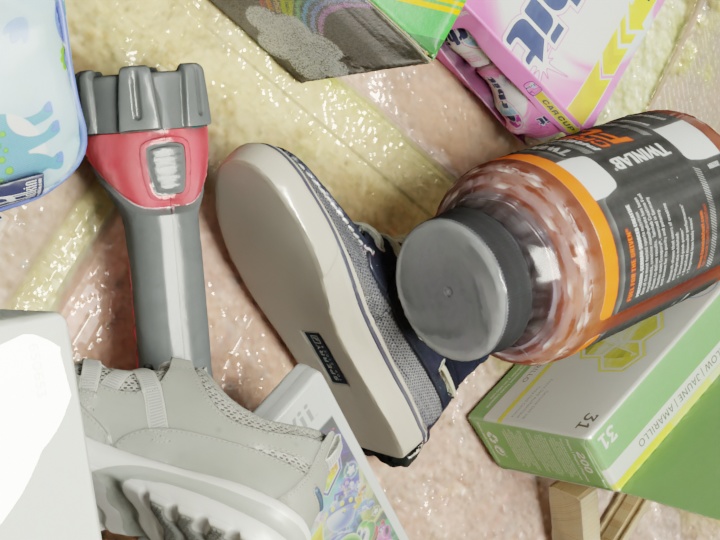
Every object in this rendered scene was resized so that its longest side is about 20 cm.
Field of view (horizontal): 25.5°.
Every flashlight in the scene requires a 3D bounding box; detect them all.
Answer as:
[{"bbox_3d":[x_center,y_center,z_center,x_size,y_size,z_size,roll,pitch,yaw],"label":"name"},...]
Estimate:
[{"bbox_3d":[-0.099,0.002,0.771,0.068,0.068,0.201,-21,109,-66],"label":"flashlight"}]

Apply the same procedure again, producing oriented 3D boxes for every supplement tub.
[{"bbox_3d":[0.109,-0.015,0.821,0.199,0.107,0.108,-20,101,-44],"label":"supplement tub"}]

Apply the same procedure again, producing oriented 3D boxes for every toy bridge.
[{"bbox_3d":[0.126,0.153,0.930,0.199,0.027,0.068,-28,122,-36],"label":"toy bridge"}]

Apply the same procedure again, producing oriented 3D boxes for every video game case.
[{"bbox_3d":[-0.035,0.163,0.798,0.143,0.018,0.201,-47,134,-24],"label":"video game case"}]

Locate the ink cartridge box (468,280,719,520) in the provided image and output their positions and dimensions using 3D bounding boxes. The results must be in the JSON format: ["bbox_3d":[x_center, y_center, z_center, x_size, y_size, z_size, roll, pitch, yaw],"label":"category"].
[{"bbox_3d":[0.173,0.061,0.865,0.145,0.200,0.048,-43,115,-25],"label":"ink cartridge box"}]

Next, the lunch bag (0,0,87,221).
[{"bbox_3d":[-0.206,-0.112,0.664,0.160,0.082,0.201,-14,112,-28],"label":"lunch bag"}]

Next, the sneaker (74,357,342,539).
[{"bbox_3d":[-0.101,0.073,0.717,0.082,0.199,0.075,-55,161,-35],"label":"sneaker"}]

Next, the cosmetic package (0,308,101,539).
[{"bbox_3d":[-0.211,0.108,0.611,0.167,0.200,0.168,-12,96,-32],"label":"cosmetic package"}]

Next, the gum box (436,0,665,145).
[{"bbox_3d":[0.115,-0.180,0.905,0.113,0.066,0.201,41,70,-25],"label":"gum box"}]

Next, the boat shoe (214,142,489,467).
[{"bbox_3d":[0.000,0.000,0.827,0.093,0.074,0.201,-45,128,-30],"label":"boat shoe"}]

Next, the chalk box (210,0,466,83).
[{"bbox_3d":[-0.037,-0.204,0.771,0.200,0.124,0.124,41,70,-28],"label":"chalk box"}]
